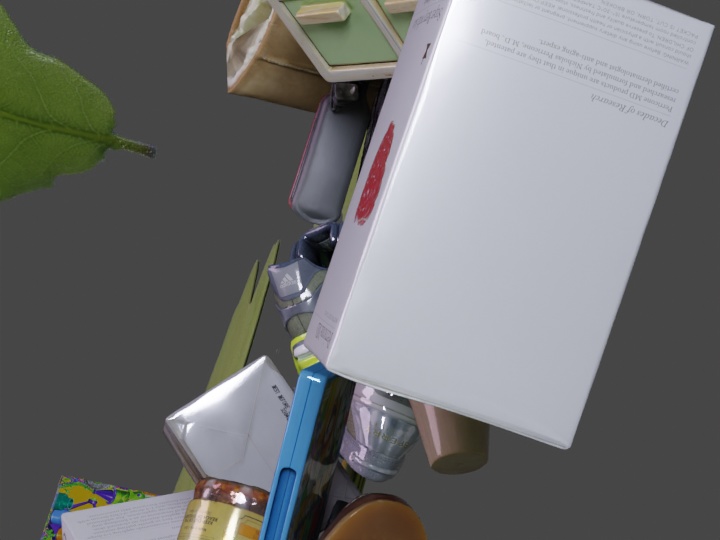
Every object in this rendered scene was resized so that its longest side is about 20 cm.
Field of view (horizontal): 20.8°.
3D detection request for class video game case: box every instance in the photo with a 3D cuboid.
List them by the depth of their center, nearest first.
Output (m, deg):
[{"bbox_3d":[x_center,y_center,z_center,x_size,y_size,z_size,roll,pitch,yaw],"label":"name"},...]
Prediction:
[{"bbox_3d":[-0.039,0.149,1.114,0.143,0.018,0.201,-14,-62,-82],"label":"video game case"}]

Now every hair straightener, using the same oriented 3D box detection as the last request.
[{"bbox_3d":[0.003,-0.123,1.290,0.077,0.041,0.200,-117,50,-80],"label":"hair straightener"}]

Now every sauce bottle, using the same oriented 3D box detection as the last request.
[{"bbox_3d":[-0.095,0.224,1.148,0.066,0.066,0.201,129,158,-71],"label":"sauce bottle"}]

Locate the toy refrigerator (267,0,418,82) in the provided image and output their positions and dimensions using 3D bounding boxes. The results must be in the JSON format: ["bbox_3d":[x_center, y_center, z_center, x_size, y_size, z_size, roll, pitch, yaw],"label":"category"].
[{"bbox_3d":[0.043,-0.156,1.106,0.200,0.076,0.070,3,49,46],"label":"toy refrigerator"}]

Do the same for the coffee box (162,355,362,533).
[{"bbox_3d":[-0.069,0.129,1.311,0.080,0.115,0.200,-33,-3,-9],"label":"coffee box"}]

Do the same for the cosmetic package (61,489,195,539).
[{"bbox_3d":[-0.123,0.222,1.283,0.200,0.101,0.071,-140,45,-61],"label":"cosmetic package"}]

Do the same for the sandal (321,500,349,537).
[{"bbox_3d":[-0.006,0.196,1.203,0.201,0.048,0.076,93,-170,-65],"label":"sandal"}]

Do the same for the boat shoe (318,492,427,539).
[{"bbox_3d":[-0.017,0.213,1.087,0.070,0.070,0.201,-125,54,-77],"label":"boat shoe"}]

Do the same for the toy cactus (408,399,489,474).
[{"bbox_3d":[0.051,0.030,1.063,0.200,0.102,0.165,123,146,-56],"label":"toy cactus"}]

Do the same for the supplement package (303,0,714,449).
[{"bbox_3d":[0.063,-0.035,0.907,0.121,0.119,0.201,-159,88,-83],"label":"supplement package"}]

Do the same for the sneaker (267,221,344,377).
[{"bbox_3d":[0.000,0.000,1.297,0.074,0.081,0.200,-22,9,24],"label":"sneaker"}]

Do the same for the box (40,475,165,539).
[{"bbox_3d":[-0.150,0.277,1.414,0.200,0.192,0.122,-77,-1,-47],"label":"box"}]

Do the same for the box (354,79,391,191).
[{"bbox_3d":[0.060,-0.092,1.238,0.200,0.086,0.164,-79,10,-48],"label":"box"}]

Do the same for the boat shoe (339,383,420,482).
[{"bbox_3d":[-0.003,0.101,1.287,0.065,0.074,0.202,-68,13,-7],"label":"boat shoe"}]

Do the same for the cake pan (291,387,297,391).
[{"bbox_3d":[-0.070,0.191,1.730,0.200,0.037,0.201,-162,90,-83],"label":"cake pan"}]

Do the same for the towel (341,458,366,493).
[{"bbox_3d":[-0.005,0.155,1.405,0.086,0.018,0.200,112,174,-60],"label":"towel"}]

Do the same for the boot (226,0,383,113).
[{"bbox_3d":[-0.013,-0.113,1.384,0.066,0.200,0.176,31,104,51],"label":"boot"}]
